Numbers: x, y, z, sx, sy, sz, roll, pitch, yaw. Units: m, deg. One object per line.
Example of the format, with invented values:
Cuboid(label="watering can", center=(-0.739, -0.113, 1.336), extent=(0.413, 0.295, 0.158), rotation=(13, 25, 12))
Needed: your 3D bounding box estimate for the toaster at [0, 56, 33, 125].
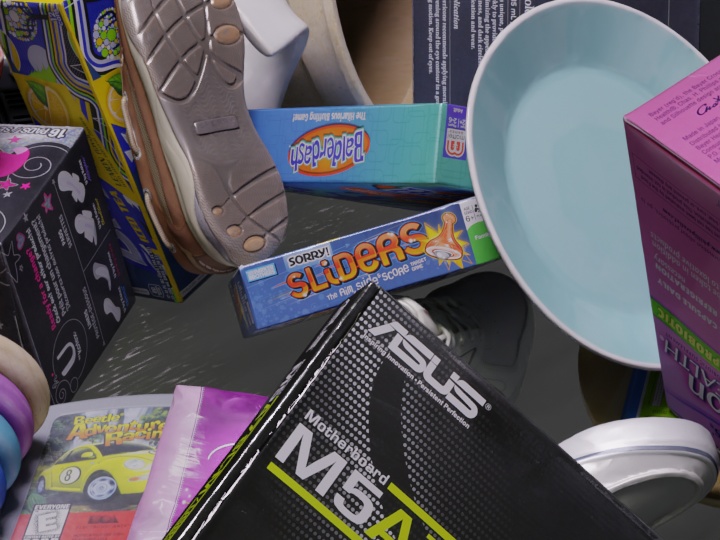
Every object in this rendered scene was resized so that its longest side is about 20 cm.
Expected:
Cuboid(label="toaster", center=(-0.265, -0.114, 1.697), extent=(0.199, 0.114, 0.129), rotation=(-7, 33, 11))

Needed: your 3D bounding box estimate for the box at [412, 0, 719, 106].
Cuboid(label="box", center=(0.131, -0.174, 1.560), extent=(0.181, 0.201, 0.104), rotation=(9, 20, 27))

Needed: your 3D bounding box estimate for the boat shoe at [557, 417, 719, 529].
Cuboid(label="boat shoe", center=(0.084, 0.136, 1.297), extent=(0.199, 0.074, 0.066), rotation=(-23, 44, 5))

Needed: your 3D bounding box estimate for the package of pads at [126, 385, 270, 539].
Cuboid(label="package of pads", center=(-0.054, 0.158, 1.249), extent=(0.120, 0.076, 0.201), rotation=(7, 64, 22))

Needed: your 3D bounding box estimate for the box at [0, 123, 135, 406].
Cuboid(label="box", center=(-0.250, -0.004, 1.523), extent=(0.199, 0.133, 0.115), rotation=(3, 40, 22))

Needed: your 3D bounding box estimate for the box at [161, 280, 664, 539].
Cuboid(label="box", center=(0.021, 0.140, 1.196), extent=(0.193, 0.200, 0.047), rotation=(-51, 8, -27))

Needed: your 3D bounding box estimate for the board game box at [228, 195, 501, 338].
Cuboid(label="board game box", center=(0.000, 0.000, 1.430), extent=(0.135, 0.035, 0.200), rotation=(-16, -1, -6))

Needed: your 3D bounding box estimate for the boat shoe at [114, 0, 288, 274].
Cuboid(label="boat shoe", center=(-0.102, -0.091, 1.460), extent=(0.075, 0.201, 0.072), rotation=(-5, -14, -38))

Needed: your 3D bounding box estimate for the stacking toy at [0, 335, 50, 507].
Cuboid(label="stacking toy", center=(-0.218, 0.125, 1.343), extent=(0.085, 0.086, 0.201), rotation=(-2, 45, 15))

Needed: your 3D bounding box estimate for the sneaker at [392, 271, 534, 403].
Cuboid(label="sneaker", center=(0.031, 0.046, 1.380), extent=(0.078, 0.100, 0.200), rotation=(32, 44, 20))

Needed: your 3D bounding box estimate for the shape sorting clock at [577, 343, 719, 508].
Cuboid(label="shape sorting clock", center=(0.212, 0.048, 1.390), extent=(0.199, 0.039, 0.201), rotation=(-8, 43, 8))

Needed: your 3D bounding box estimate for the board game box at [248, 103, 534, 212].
Cuboid(label="board game box", center=(0.041, -0.059, 1.464), extent=(0.152, 0.045, 0.200), rotation=(7, -3, -35))

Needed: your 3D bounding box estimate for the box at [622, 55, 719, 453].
Cuboid(label="box", center=(0.231, -0.022, 1.281), extent=(0.176, 0.201, 0.097), rotation=(-32, 45, -18))

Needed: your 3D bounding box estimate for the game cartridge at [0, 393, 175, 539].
Cuboid(label="game cartridge", center=(-0.123, 0.119, 1.405), extent=(0.199, 0.041, 0.133), rotation=(-4, 33, 12))

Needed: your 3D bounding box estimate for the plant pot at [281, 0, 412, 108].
Cuboid(label="plant pot", center=(-0.046, -0.165, 1.651), extent=(0.183, 0.201, 0.201), rotation=(-5, 35, 31))

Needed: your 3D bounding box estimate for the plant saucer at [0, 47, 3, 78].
Cuboid(label="plant saucer", center=(-0.295, -0.094, 1.501), extent=(0.199, 0.037, 0.200), rotation=(-28, 32, -3))

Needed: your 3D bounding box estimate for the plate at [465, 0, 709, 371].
Cuboid(label="plate", center=(0.131, -0.042, 1.374), extent=(0.200, 0.200, 0.026), rotation=(-47, 10, -37))

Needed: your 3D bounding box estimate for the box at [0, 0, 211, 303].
Cuboid(label="box", center=(-0.138, -0.082, 1.532), extent=(0.070, 0.201, 0.064), rotation=(8, 40, 41))

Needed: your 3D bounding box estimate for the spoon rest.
Cuboid(label="spoon rest", center=(-0.079, -0.101, 1.564), extent=(0.061, 0.200, 0.100), rotation=(-33, 82, -34))
